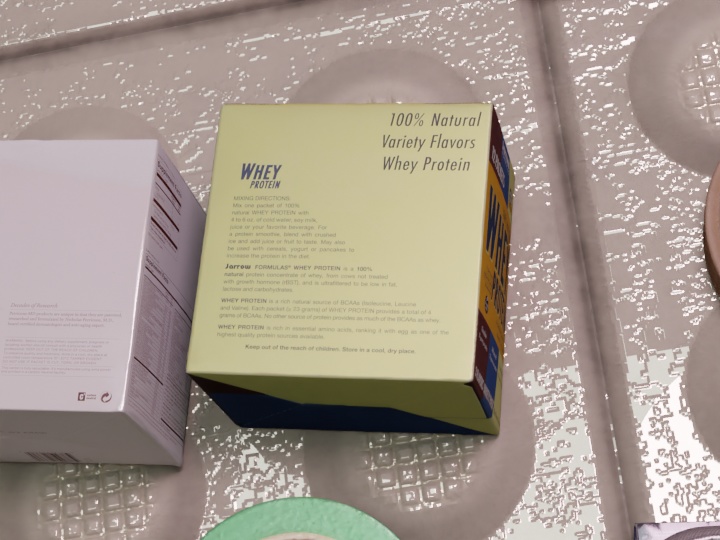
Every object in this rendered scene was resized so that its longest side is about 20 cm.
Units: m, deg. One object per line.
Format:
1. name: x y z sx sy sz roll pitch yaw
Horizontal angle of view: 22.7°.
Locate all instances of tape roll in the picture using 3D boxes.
1. tape roll: -0.041 0.257 1.220 0.200 0.048 0.201 -4 68 10

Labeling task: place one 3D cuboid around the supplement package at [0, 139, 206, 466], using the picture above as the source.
1. supplement package: -0.226 0.026 1.293 0.191 0.147 0.200 1 69 12

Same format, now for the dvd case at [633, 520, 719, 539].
1. dvd case: 0.258 0.262 1.170 0.150 0.025 0.200 -3 69 10

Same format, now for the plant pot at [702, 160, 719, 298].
1. plant pot: 0.329 -0.051 1.197 0.200 0.175 0.201 -4 69 10

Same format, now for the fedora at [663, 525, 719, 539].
1. fedora: 0.237 0.261 1.112 0.177 0.090 0.200 -30 60 -3

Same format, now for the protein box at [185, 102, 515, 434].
1. protein box: 0.000 0.000 1.264 0.198 0.135 0.200 1 70 12
